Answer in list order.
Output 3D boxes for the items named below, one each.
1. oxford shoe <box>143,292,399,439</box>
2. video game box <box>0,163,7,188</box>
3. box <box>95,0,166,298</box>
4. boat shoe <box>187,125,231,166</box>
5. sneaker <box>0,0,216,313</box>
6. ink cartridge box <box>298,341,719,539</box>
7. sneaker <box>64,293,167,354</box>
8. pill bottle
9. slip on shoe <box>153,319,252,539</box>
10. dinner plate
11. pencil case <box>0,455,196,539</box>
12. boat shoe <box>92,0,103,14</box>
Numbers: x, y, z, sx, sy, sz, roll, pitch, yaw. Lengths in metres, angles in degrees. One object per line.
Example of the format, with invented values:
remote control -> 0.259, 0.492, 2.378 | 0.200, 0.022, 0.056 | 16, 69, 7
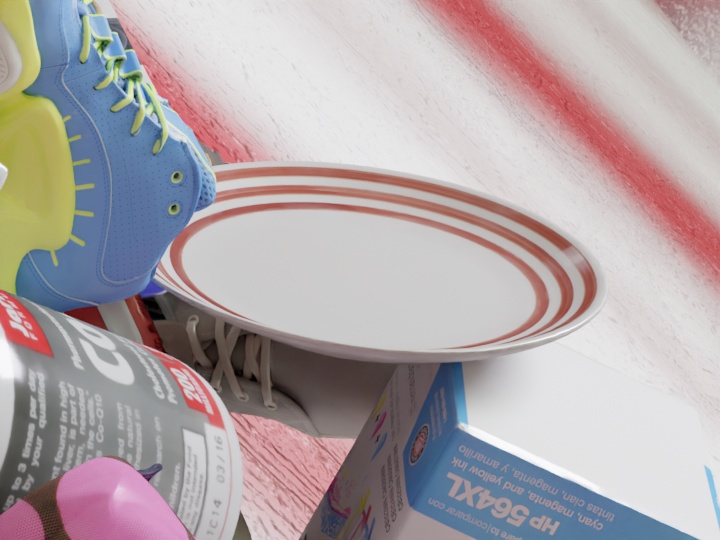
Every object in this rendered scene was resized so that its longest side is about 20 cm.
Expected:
oxford shoe -> -0.047, 0.035, 1.301 | 0.199, 0.076, 0.058 | 11, 14, 31
video game box -> -0.246, -0.075, 1.037 | 0.182, 0.047, 0.199 | 31, -9, -41
box -> -0.149, -0.063, 1.327 | 0.118, 0.042, 0.200 | -11, 47, -23
boat shoe -> -0.090, -0.023, 1.447 | 0.059, 0.072, 0.200 | 43, 12, -15
sneaker -> -0.104, -0.066, 1.087 | 0.104, 0.201, 0.076 | -7, 38, -23
ink cartridge box -> 0.043, 0.138, 1.222 | 0.125, 0.201, 0.129 | 25, 21, -12
sneaker -> -0.154, 0.005, 1.182 | 0.201, 0.115, 0.078 | 62, -5, 12
pill bottle -> -0.140, 0.061, 1.035 | 0.200, 0.114, 0.114 | 25, 27, -54
slip on shoe -> -0.085, 0.099, 1.201 | 0.060, 0.076, 0.201 | -3, 48, -16
dinner plate -> 0.000, 0.000, 1.202 | 0.199, 0.024, 0.200 | 8, 22, -3
pencil case -> -0.037, 0.145, 0.949 | 0.200, 0.091, 0.094 | 41, -28, 25
boat shoe -> -0.196, -0.090, 1.236 | 0.199, 0.065, 0.072 | -3, 46, -38
